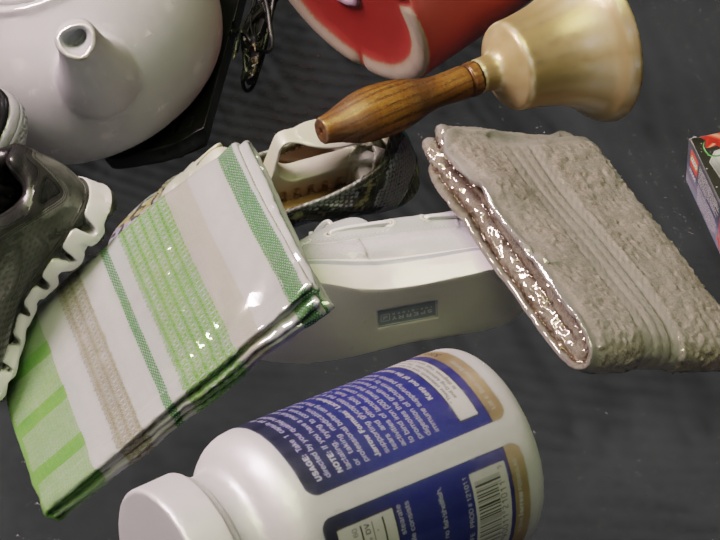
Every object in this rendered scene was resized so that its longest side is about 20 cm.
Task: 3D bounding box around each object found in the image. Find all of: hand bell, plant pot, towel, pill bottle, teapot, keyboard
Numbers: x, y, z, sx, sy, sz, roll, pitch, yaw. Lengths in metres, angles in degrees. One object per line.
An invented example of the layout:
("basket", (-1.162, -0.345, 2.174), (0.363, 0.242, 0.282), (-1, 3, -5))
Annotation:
("hand bell", (0.060, -0.114, 1.378), (0.199, 0.105, 0.104), (-19, 49, -25))
("plant pot", (0.044, -0.231, 1.458), (0.200, 0.201, 0.177), (33, 68, 29))
("towel", (0.127, -0.015, 1.317), (0.132, 0.035, 0.200), (1, 41, -38))
("pill bottle", (-0.015, 0.122, 1.166), (0.199, 0.116, 0.116), (-19, 48, -29))
("teapot", (-0.188, -0.176, 1.428), (0.199, 0.147, 0.198), (9, 53, 29))
("keyboard", (-0.097, -0.139, 1.493), (0.103, 0.040, 0.201), (-12, 45, 26))
("towel", (-0.114, 0.033, 1.279), (0.200, 0.031, 0.150), (-39, 42, 11))

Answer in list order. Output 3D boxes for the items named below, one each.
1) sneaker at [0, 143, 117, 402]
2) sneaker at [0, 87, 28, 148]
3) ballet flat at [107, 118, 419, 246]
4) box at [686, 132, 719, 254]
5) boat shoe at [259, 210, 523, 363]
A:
("sneaker", (-0.223, 0.013, 1.294), (0.066, 0.090, 0.201), (14, 68, 50))
("sneaker", (-0.281, -0.036, 1.316), (0.075, 0.115, 0.201), (24, 82, 40))
("ballet flat", (-0.061, -0.053, 1.381), (0.199, 0.072, 0.072), (-17, 49, -10))
("box", (0.285, -0.010, 1.333), (0.136, 0.040, 0.201), (-11, 49, -7))
("boat shoe", (0.000, 0.000, 1.327), (0.198, 0.072, 0.069), (-11, 46, -4))
